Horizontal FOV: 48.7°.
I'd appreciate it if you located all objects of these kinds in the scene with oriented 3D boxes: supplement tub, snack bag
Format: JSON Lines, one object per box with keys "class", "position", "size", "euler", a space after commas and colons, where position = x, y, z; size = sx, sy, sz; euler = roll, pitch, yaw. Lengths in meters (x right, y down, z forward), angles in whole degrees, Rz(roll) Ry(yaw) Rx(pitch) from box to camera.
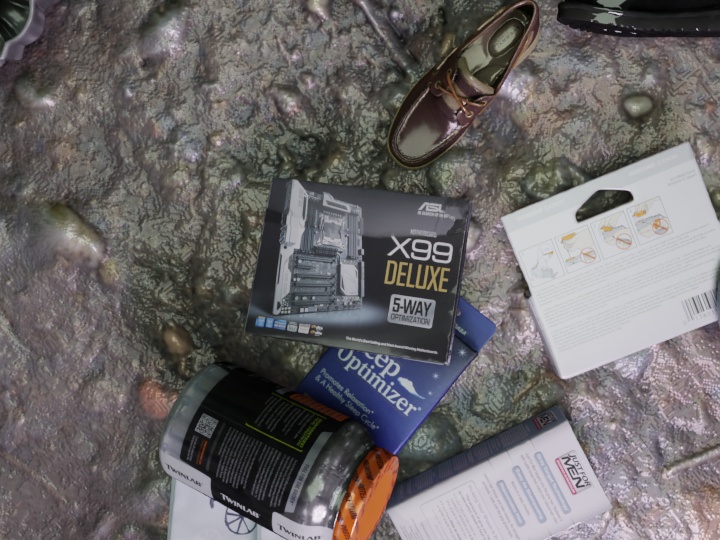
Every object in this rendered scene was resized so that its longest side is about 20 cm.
{"class": "supplement tub", "position": [-0.074, 0.174, 0.738], "size": [0.200, 0.122, 0.123], "euler": [22, 95, 20]}
{"class": "snack bag", "position": [-0.101, 0.245, 0.797], "size": [0.200, 0.021, 0.189], "euler": [-1, 68, 1]}

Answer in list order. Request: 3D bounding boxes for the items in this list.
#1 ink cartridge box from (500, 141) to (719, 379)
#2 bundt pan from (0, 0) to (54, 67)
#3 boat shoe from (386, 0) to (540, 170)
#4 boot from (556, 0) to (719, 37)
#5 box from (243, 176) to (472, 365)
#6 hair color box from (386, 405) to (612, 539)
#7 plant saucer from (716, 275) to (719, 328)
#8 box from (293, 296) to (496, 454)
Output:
{"class": "ink cartridge box", "position": [0.257, -0.009, 0.788], "size": [0.200, 0.044, 0.174], "euler": [-22, 92, 4]}
{"class": "bundt pan", "position": [-0.397, -0.286, 0.792], "size": [0.202, 0.076, 0.202], "euler": [0, 93, 4]}
{"class": "boat shoe", "position": [0.100, -0.182, 0.771], "size": [0.200, 0.072, 0.072], "euler": [-45, 90, 5]}
{"class": "boot", "position": [0.289, -0.303, 0.747], "size": [0.211, 0.079, 0.158], "euler": [-2, 101, -7]}
{"class": "box", "position": [0.000, 0.000, 0.775], "size": [0.200, 0.050, 0.158], "euler": [9, 83, 11]}
{"class": "hair color box", "position": [0.136, 0.230, 0.803], "size": [0.200, 0.061, 0.099], "euler": [-28, 92, 5]}
{"class": "plant saucer", "position": [0.440, 0.027, 0.764], "size": [0.200, 0.027, 0.200], "euler": [-1, 93, -11]}
{"class": "box", "position": [0.030, 0.097, 0.798], "size": [0.121, 0.032, 0.200], "euler": [39, 90, 13]}
